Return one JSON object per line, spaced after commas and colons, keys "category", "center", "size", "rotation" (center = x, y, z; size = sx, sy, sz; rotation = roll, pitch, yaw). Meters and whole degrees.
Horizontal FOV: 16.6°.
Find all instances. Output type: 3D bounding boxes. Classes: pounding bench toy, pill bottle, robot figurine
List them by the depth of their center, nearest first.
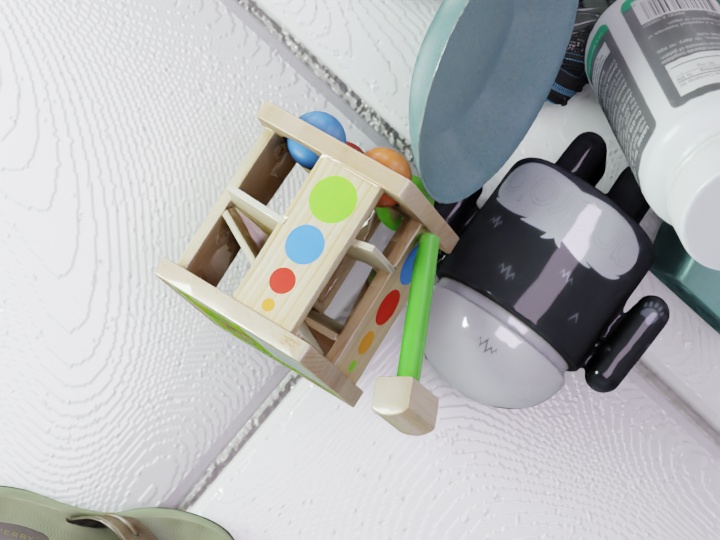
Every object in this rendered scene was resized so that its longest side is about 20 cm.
{"category": "pounding bench toy", "center": [0.000, 0.000, 1.645], "size": [0.200, 0.124, 0.156], "rotation": [30, 84, 24]}
{"category": "pill bottle", "center": [0.229, -0.097, 1.658], "size": [0.113, 0.200, 0.113], "rotation": [-8, 131, -9]}
{"category": "robot figurine", "center": [0.125, 0.003, 1.726], "size": [0.200, 0.150, 0.125], "rotation": [-54, 130, -7]}

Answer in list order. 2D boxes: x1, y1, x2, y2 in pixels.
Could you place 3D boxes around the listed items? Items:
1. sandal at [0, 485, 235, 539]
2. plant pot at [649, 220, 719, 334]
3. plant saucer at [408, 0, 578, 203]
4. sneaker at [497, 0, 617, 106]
{"category": "sandal", "center": [-0.181, 0.197, 1.688], "size": [0.201, 0.057, 0.080], "rotation": [10, 90, -14]}
{"category": "plant pot", "center": [0.309, -0.046, 1.765], "size": [0.141, 0.141, 0.200], "rotation": [41, 89, -12]}
{"category": "plant saucer", "center": [0.080, -0.143, 1.643], "size": [0.039, 0.201, 0.201], "rotation": [28, 84, 23]}
{"category": "sneaker", "center": [0.156, -0.163, 1.763], "size": [0.200, 0.073, 0.082], "rotation": [-3, 112, -11]}
